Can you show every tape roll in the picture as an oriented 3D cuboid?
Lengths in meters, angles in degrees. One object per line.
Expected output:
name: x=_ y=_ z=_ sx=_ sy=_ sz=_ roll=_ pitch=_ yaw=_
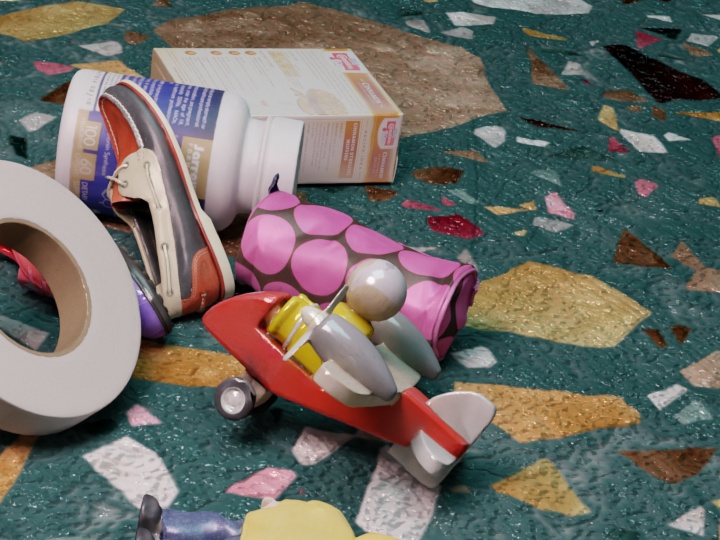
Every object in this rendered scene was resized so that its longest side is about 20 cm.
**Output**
tape roll: x=-0.244 y=0.018 z=1.549 sx=0.202 sy=0.037 sz=0.204 roll=28 pitch=48 yaw=-35

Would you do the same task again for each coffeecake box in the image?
coffeecake box: x=-0.081 y=-0.143 z=2.006 sx=0.198 sy=0.074 sz=0.154 roll=-2 pitch=29 yaw=-21

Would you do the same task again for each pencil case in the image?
pencil case: x=0.000 y=0.000 z=1.744 sx=0.199 sy=0.091 sz=0.094 roll=25 pitch=31 yaw=23

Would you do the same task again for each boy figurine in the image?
boy figurine: x=-0.047 y=0.186 z=1.395 sx=0.198 sy=0.065 sz=0.125 roll=7 pitch=27 yaw=-5

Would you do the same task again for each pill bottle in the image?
pill bottle: x=-0.151 y=-0.097 z=1.845 sx=0.198 sy=0.121 sz=0.120 roll=8 pitch=27 yaw=0

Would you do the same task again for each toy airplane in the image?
toy airplane: x=0.007 y=0.065 z=1.556 sx=0.198 sy=0.142 sz=0.200 roll=16 pitch=6 yaw=-33

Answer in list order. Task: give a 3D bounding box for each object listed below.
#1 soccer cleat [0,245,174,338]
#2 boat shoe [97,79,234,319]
soccer cleat: x=-0.224 y=0.004 z=1.706 sx=0.073 sy=0.068 sz=0.200 roll=-38 pitch=55 yaw=-21
boat shoe: x=-0.167 y=-0.057 z=1.735 sx=0.062 sy=0.071 sz=0.201 roll=-21 pitch=80 yaw=-22
